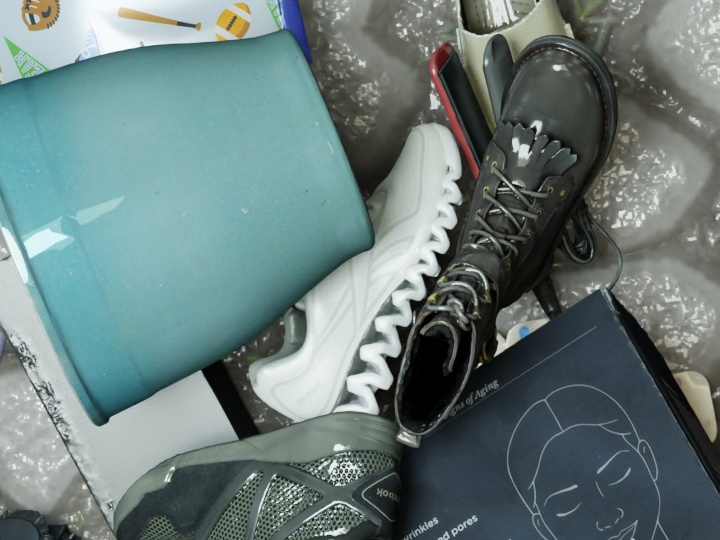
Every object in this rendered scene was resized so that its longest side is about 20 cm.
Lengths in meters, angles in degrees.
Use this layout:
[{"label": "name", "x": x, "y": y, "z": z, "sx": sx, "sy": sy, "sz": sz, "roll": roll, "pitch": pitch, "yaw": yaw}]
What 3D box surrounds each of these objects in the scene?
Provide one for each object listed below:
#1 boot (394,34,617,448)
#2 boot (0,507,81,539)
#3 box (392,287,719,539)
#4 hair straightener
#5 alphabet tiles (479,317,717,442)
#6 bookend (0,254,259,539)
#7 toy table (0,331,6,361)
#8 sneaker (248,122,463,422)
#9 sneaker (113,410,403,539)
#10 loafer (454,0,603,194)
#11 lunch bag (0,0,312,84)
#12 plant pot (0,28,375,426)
[{"label": "boot", "x": 0.077, "y": -0.014, "z": 1.306, "sx": 0.069, "sy": 0.174, "sz": 0.201, "roll": 21, "pitch": 126, "yaw": 10}, {"label": "boot", "x": -0.275, "y": 0.193, "z": 1.440, "sx": 0.167, "sy": 0.200, "sz": 0.077, "roll": 4, "pitch": 102, "yaw": 13}, {"label": "box", "x": 0.118, "y": 0.155, "z": 1.353, "sx": 0.199, "sy": 0.124, "sz": 0.197, "roll": -33, "pitch": 59, "yaw": 9}, {"label": "hair straightener", "x": 0.108, "y": -0.048, "z": 1.399, "sx": 0.077, "sy": 0.041, "sz": 0.201, "roll": -10, "pitch": 111, "yaw": 28}, {"label": "alphabet tiles", "x": 0.126, "y": 0.127, "z": 1.457, "sx": 0.199, "sy": 0.015, "sz": 0.197, "roll": -11, "pitch": 90, "yaw": 10}, {"label": "bookend", "x": -0.101, "y": 0.039, "z": 1.455, "sx": 0.199, "sy": 0.092, "sz": 0.199, "roll": -29, "pitch": 91, "yaw": 6}, {"label": "toy table", "x": -0.318, "y": 0.074, "z": 1.463, "sx": 0.199, "sy": 0.183, "sz": 0.118, "roll": 8, "pitch": 82, "yaw": 42}, {"label": "sneaker", "x": 0.000, "y": 0.000, "z": 1.384, "sx": 0.081, "sy": 0.075, "sz": 0.201, "roll": 24, "pitch": 83, "yaw": -11}, {"label": "sneaker", "x": -0.062, "y": 0.158, "z": 1.340, "sx": 0.199, "sy": 0.076, "sz": 0.115, "roll": -17, "pitch": 60, "yaw": 28}, {"label": "loafer", "x": 0.092, "y": -0.136, "z": 1.425, "sx": 0.075, "sy": 0.068, "sz": 0.201, "roll": -21, "pitch": 90, "yaw": 10}, {"label": "lunch bag", "x": -0.135, "y": -0.165, "z": 1.439, "sx": 0.199, "sy": 0.124, "sz": 0.171, "roll": -14, "pitch": 91, "yaw": 20}, {"label": "plant pot", "x": -0.099, "y": -0.042, "z": 1.315, "sx": 0.187, "sy": 0.200, "sz": 0.201, "roll": -23, "pitch": 88, "yaw": -3}]
